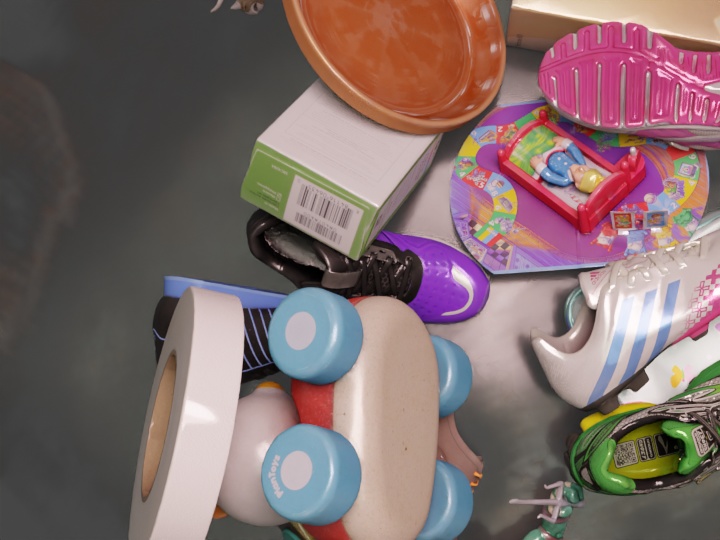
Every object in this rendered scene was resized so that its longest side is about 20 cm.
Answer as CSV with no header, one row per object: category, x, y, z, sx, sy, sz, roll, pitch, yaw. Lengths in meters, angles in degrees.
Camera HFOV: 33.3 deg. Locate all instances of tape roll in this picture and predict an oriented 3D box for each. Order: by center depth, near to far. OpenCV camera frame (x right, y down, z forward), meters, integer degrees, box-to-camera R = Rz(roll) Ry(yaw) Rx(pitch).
tape roll,-0.125,0.112,0.848,0.037,0.203,0.204,12,87,-15

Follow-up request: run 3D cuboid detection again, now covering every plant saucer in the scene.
plant saucer,0.025,-0.196,0.934,0.199,0.032,0.202,15,61,-28

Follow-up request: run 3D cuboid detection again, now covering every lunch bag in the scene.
lunch bag,0.263,0.049,0.927,0.199,0.077,0.161,-29,86,2

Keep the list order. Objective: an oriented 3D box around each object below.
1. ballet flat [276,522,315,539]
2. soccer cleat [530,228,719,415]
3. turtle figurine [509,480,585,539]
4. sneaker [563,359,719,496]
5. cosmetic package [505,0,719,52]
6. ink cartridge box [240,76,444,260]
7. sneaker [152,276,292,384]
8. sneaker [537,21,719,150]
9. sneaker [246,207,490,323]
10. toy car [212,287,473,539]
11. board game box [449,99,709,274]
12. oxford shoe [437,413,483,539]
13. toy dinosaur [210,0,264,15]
ballet flat,-0.051,0.183,0.955,0.200,0.071,0.071,42,90,8
soccer cleat,0.208,0.015,0.854,0.200,0.070,0.086,-42,96,5
turtle figurine,0.141,0.235,0.898,0.199,0.101,0.151,20,67,-11
sneaker,0.246,0.115,0.845,0.199,0.085,0.078,-23,92,0
cosmetic package,0.217,-0.203,0.934,0.199,0.105,0.072,11,85,7
ink cartridge box,0.002,-0.103,0.942,0.103,0.200,0.059,29,133,7
sneaker,-0.069,0.056,0.961,0.199,0.070,0.078,9,90,12
sneaker,0.231,-0.126,0.890,0.199,0.088,0.082,11,82,14
sneaker,0.000,0.000,0.933,0.199,0.100,0.070,19,106,8
toy car,-0.047,0.114,0.867,0.199,0.184,0.178,-9,71,32
board game box,0.163,-0.080,0.922,0.199,0.039,0.159,-4,61,13
oxford shoe,0.064,0.174,0.939,0.072,0.071,0.201,-9,85,0
toy dinosaur,-0.072,-0.312,0.979,0.102,0.077,0.201,0,90,-9
